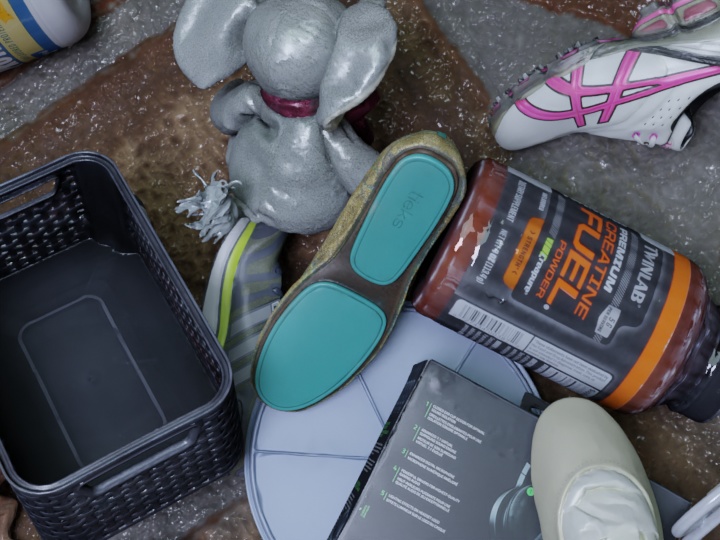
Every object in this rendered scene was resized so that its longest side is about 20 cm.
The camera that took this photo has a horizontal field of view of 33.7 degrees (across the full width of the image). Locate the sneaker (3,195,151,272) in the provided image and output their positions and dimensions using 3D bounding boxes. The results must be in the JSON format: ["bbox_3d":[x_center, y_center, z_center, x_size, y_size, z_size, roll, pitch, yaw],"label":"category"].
[{"bbox_3d":[-0.236,0.003,0.845,0.197,0.073,0.071,-16,56,-1],"label":"sneaker"}]

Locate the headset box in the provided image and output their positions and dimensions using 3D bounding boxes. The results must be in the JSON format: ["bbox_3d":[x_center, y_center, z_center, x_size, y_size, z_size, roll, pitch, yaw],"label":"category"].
[{"bbox_3d":[0.071,0.168,0.695,0.173,0.093,0.202,27,83,1],"label":"headset box"}]

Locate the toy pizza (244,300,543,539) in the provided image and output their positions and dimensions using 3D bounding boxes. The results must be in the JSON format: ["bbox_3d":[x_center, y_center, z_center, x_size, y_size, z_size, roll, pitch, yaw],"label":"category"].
[{"bbox_3d":[0.025,0.121,0.763,0.197,0.032,0.203,0,84,-2],"label":"toy pizza"}]

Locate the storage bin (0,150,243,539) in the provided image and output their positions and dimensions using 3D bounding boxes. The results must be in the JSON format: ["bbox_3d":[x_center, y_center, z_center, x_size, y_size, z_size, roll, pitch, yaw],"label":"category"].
[{"bbox_3d":[-0.169,0.045,0.713,0.134,0.094,0.201,-26,61,-16],"label":"storage bin"}]

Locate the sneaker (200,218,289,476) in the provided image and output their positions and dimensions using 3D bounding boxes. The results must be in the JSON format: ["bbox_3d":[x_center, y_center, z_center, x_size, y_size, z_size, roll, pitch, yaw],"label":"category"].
[{"bbox_3d":[-0.068,0.045,0.802,0.080,0.074,0.203,16,83,4],"label":"sneaker"}]

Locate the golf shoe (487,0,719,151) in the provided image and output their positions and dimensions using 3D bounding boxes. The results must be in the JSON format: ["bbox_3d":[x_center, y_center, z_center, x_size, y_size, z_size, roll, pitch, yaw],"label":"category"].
[{"bbox_3d":[0.171,-0.112,0.769,0.199,0.072,0.093,-23,92,38],"label":"golf shoe"}]

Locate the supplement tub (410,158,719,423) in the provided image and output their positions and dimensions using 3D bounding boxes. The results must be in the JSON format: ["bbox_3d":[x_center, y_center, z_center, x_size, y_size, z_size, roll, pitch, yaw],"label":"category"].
[{"bbox_3d":[0.138,0.019,0.732,0.198,0.107,0.108,26,79,-2],"label":"supplement tub"}]

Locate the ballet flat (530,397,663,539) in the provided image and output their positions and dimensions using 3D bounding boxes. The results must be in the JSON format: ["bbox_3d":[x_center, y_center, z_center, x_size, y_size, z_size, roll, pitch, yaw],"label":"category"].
[{"bbox_3d":[0.137,0.165,0.619,0.068,0.069,0.203,-13,84,6],"label":"ballet flat"}]

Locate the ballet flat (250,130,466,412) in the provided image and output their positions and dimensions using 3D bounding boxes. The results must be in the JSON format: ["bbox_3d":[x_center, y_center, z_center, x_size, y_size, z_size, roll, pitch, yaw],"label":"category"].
[{"bbox_3d":[0.000,0.000,0.721,0.071,0.070,0.201,41,114,19],"label":"ballet flat"}]

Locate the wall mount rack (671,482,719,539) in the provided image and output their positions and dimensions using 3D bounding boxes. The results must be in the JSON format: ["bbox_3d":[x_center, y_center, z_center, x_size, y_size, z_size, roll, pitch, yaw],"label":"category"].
[{"bbox_3d":[0.266,0.110,0.642,0.198,0.174,0.075,-18,64,-40],"label":"wall mount rack"}]

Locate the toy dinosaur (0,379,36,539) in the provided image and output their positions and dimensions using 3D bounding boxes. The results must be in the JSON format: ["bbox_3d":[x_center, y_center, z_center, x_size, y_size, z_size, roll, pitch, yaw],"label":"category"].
[{"bbox_3d":[-0.247,0.114,0.771,0.085,0.136,0.201,34,82,18],"label":"toy dinosaur"}]

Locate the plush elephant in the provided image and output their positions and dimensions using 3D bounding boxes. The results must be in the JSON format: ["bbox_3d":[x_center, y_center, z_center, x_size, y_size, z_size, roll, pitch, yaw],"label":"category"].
[{"bbox_3d":[-0.031,-0.113,0.751,0.164,0.199,0.156,30,119,22],"label":"plush elephant"}]

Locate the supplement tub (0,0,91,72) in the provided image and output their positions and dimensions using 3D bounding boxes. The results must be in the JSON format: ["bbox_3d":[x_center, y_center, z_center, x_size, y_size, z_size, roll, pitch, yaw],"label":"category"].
[{"bbox_3d":[-0.314,-0.205,0.873,0.198,0.145,0.146,-20,71,4],"label":"supplement tub"}]
